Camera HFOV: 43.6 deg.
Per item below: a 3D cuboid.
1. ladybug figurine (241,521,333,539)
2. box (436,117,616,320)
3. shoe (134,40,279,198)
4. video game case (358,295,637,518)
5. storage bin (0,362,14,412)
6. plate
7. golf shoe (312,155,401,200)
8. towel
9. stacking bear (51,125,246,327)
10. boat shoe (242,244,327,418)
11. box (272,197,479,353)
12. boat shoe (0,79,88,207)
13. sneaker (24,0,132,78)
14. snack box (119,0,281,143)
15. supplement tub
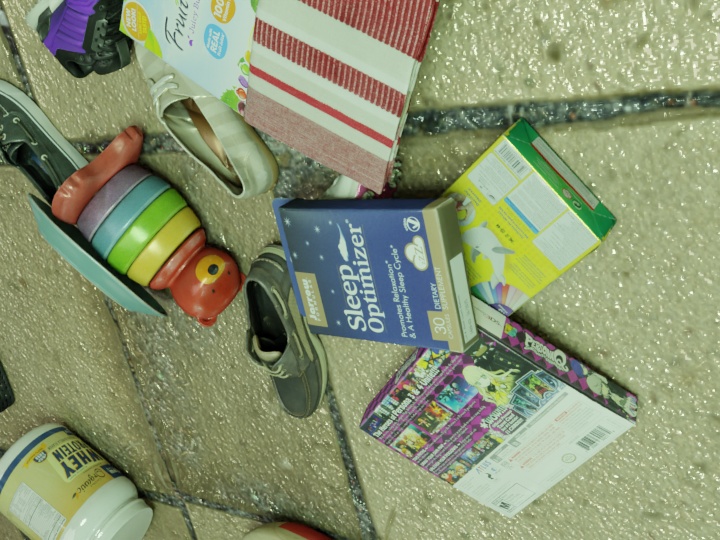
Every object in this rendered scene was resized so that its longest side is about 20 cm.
[{"bbox_3d":[-0.057,0.373,1.097,0.199,0.072,0.137,28,129,20],"label":"ladybug figurine"},{"bbox_3d":[0.105,-0.020,0.766,0.117,0.048,0.200,47,131,1],"label":"box"},{"bbox_3d":[-0.156,-0.153,0.869,0.201,0.053,0.070,51,133,-1],"label":"shoe"},{"bbox_3d":[0.118,0.131,0.818,0.180,0.036,0.201,30,134,-5],"label":"video game case"},{"bbox_3d":[-0.623,0.135,1.352,0.134,0.094,0.202,6,119,33],"label":"storage bin"},{"bbox_3d":[-0.294,-0.008,0.991,0.200,0.026,0.200,42,174,5],"label":"plate"},{"bbox_3d":[-0.021,-0.047,0.824,0.091,0.075,0.202,30,129,22],"label":"golf shoe"},{"bbox_3d":[-0.020,-0.170,0.689,0.143,0.023,0.201,29,134,14],"label":"towel"},{"bbox_3d":[-0.211,-0.031,0.950,0.200,0.122,0.114,42,147,-4],"label":"stacking bear"},{"bbox_3d":[-0.089,0.074,0.941,0.074,0.073,0.202,7,120,33],"label":"boat shoe"},{"bbox_3d":[0.000,0.000,0.758,0.198,0.032,0.123,4,116,41],"label":"box"},{"bbox_3d":[-0.387,-0.146,1.038,0.200,0.057,0.069,41,133,8],"label":"boat shoe"},{"bbox_3d":[-0.247,-0.247,0.870,0.199,0.069,0.100,-20,103,50],"label":"sneaker"},{"bbox_3d":[-0.107,-0.237,0.775,0.199,0.068,0.170,36,132,15],"label":"snack box"},{"bbox_3d":[-0.408,0.328,1.276,0.199,0.144,0.145,33,131,14],"label":"supplement tub"}]
